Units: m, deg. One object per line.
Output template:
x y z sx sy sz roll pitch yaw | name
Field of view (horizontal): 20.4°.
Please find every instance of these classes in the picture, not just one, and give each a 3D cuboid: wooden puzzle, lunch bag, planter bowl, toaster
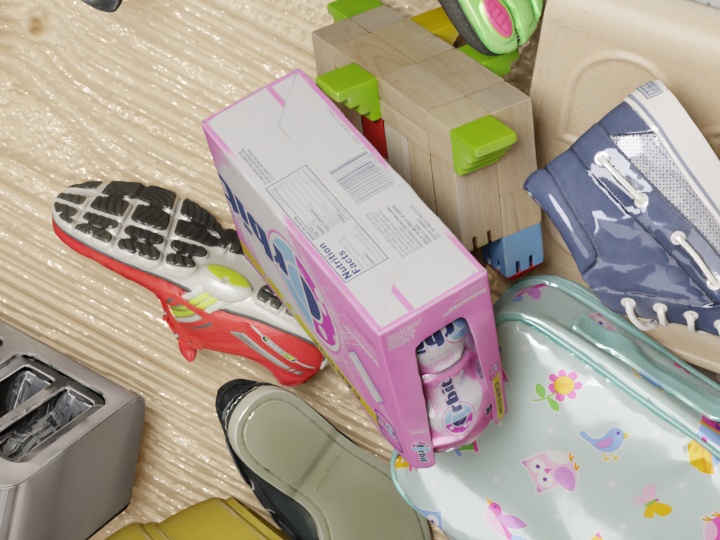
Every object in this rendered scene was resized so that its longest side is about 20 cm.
0.177 -0.051 1.077 0.184 0.046 0.201 20 125 15 | wooden puzzle
0.132 0.107 1.109 0.199 0.077 0.161 35 117 5 | lunch bag
-0.072 0.205 1.289 0.200 0.200 0.084 39 85 -3 | planter bowl
-0.259 0.113 1.256 0.180 0.200 0.119 26 121 17 | toaster

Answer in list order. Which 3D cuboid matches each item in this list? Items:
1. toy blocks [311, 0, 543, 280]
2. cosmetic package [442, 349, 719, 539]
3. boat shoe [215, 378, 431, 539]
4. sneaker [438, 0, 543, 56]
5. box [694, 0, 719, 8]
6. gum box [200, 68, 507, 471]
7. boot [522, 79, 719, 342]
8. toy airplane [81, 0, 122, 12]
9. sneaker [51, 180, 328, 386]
0.038 -0.055 1.109 0.200 0.099 0.137 40 146 50 | toy blocks
0.145 0.116 1.200 0.199 0.090 0.107 -29 103 31 | cosmetic package
-0.028 0.137 1.274 0.075 0.066 0.199 -52 124 -7 | boat shoe
0.027 -0.187 1.082 0.200 0.076 0.084 53 140 22 | sneaker
0.186 -0.124 1.088 0.200 0.049 0.082 46 120 -7 | box
0.000 0.000 1.053 0.066 0.200 0.114 -30 140 -13 | gum box
0.171 0.008 1.022 0.090 0.073 0.201 -36 91 4 | boot
-0.214 -0.232 1.114 0.199 0.141 0.200 -21 125 -8 | toy airplane
-0.108 0.014 1.240 0.199 0.077 0.085 27 125 5 | sneaker
